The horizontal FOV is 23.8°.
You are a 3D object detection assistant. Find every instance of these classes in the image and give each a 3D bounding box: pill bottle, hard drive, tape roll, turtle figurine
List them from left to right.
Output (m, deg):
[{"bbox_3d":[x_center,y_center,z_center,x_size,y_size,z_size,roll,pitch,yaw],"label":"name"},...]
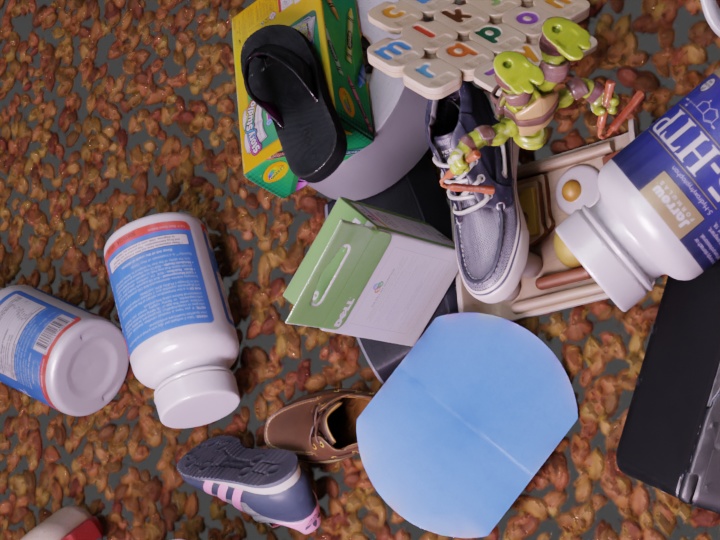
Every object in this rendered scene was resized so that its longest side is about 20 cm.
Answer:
[{"bbox_3d":[-0.358,0.080,1.885,0.199,0.112,0.113,20,93,40],"label":"pill bottle"},{"bbox_3d":[-0.188,0.053,1.744,0.112,0.112,0.201,-33,61,29],"label":"pill bottle"},{"bbox_3d":[-0.005,-0.171,1.656,0.200,0.066,0.201,-24,53,36],"label":"tape roll"},{"bbox_3d":[0.035,-0.003,1.631,0.135,0.042,0.201,-31,63,30],"label":"hard drive"},{"bbox_3d":[0.152,-0.146,1.421,0.199,0.161,0.065,-22,67,-9],"label":"turtle figurine"},{"bbox_3d":[0.263,-0.063,1.384,0.200,0.120,0.120,-41,57,8],"label":"pill bottle"}]

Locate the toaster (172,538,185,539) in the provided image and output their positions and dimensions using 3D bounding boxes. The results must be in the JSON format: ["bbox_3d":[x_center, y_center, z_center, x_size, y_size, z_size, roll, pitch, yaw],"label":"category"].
[{"bbox_3d":[-0.159,0.333,1.632,0.199,0.180,0.119,-19,66,33],"label":"toaster"}]

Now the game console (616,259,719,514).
[{"bbox_3d":[0.318,0.097,1.401,0.175,0.116,0.201,16,92,9],"label":"game console"}]

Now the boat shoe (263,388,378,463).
[{"bbox_3d":[-0.019,0.144,1.628,0.199,0.067,0.072,-9,76,37],"label":"boat shoe"}]

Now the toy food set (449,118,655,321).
[{"bbox_3d":[0.168,-0.041,1.521,0.199,0.060,0.144,-15,72,35],"label":"toy food set"}]

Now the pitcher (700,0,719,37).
[{"bbox_3d":[0.307,-0.308,1.441,0.200,0.121,0.172,51,128,22],"label":"pitcher"}]

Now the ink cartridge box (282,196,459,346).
[{"bbox_3d":[0.000,0.000,1.502,0.059,0.200,0.104,39,105,33],"label":"ink cartridge box"}]

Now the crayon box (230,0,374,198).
[{"bbox_3d":[-0.058,-0.183,1.621,0.119,0.058,0.201,-30,50,31],"label":"crayon box"}]

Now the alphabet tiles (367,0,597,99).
[{"bbox_3d":[0.108,-0.215,1.542,0.195,0.200,0.015,35,145,38],"label":"alphabet tiles"}]

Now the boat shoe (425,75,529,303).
[{"bbox_3d":[0.094,-0.075,1.507,0.074,0.093,0.201,-21,57,34],"label":"boat shoe"}]

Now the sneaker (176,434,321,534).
[{"bbox_3d":[-0.112,0.218,1.691,0.070,0.082,0.200,-39,23,-24],"label":"sneaker"}]

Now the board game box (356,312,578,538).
[{"bbox_3d":[0.095,0.139,1.539,0.158,0.039,0.200,37,87,15],"label":"board game box"}]

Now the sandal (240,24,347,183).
[{"bbox_3d":[-0.067,-0.163,1.539,0.075,0.048,0.201,-45,46,17],"label":"sandal"}]

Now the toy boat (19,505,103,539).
[{"bbox_3d":[-0.337,0.355,1.823,0.200,0.130,0.131,-43,87,24],"label":"toy boat"}]
